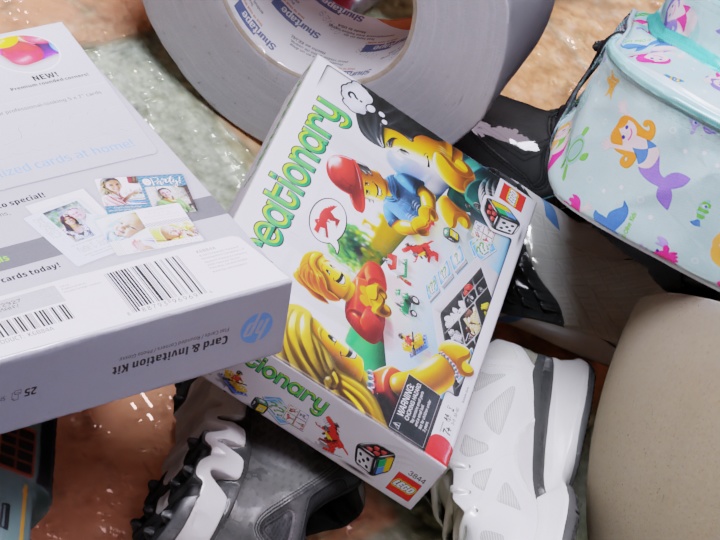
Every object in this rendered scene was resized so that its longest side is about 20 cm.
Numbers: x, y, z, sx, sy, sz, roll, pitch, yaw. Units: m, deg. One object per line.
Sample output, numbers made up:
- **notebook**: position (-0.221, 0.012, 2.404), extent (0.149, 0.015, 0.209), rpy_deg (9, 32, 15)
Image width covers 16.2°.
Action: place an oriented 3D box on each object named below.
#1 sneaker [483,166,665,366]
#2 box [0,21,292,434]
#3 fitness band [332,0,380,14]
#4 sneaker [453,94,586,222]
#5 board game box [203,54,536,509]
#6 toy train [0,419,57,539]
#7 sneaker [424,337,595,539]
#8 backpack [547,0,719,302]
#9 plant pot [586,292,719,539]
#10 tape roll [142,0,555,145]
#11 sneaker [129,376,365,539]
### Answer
- **sneaker**: position (0.100, 0.005, 1.242), extent (0.199, 0.073, 0.072), rpy_deg (23, 77, 4)
- **box**: position (-0.144, -0.020, 1.006), extent (0.155, 0.041, 0.200), rpy_deg (-16, 44, -30)
- **fitness band**: position (-0.025, -0.209, 1.367), extent (0.143, 0.037, 0.200), rpy_deg (41, 42, 7)
- **sneaker**: position (0.132, -0.058, 1.298), extent (0.199, 0.079, 0.076), rpy_deg (20, 45, -12)
- **board game box**: position (0.000, 0.000, 1.107), extent (0.126, 0.035, 0.200), rpy_deg (33, 37, -8)
- **toy train**: position (-0.175, 0.106, 0.969), extent (0.113, 0.085, 0.201), rpy_deg (22, 44, -26)
- **sneaker**: position (0.035, 0.097, 1.119), extent (0.115, 0.076, 0.201), rpy_deg (19, 36, -3)
- **backpack**: position (0.178, -0.053, 1.143), extent (0.177, 0.151, 0.200), rpy_deg (27, 20, 5)
- **plant pot**: position (0.176, 0.120, 1.110), extent (0.200, 0.200, 0.135), rpy_deg (32, 79, -2)
- **tape roll**: position (-0.009, -0.149, 1.204), extent (0.200, 0.201, 0.066), rpy_deg (35, 44, 2)
- **sneaker**: position (-0.036, 0.070, 1.096), extent (0.090, 0.066, 0.201), rpy_deg (33, 40, -15)
